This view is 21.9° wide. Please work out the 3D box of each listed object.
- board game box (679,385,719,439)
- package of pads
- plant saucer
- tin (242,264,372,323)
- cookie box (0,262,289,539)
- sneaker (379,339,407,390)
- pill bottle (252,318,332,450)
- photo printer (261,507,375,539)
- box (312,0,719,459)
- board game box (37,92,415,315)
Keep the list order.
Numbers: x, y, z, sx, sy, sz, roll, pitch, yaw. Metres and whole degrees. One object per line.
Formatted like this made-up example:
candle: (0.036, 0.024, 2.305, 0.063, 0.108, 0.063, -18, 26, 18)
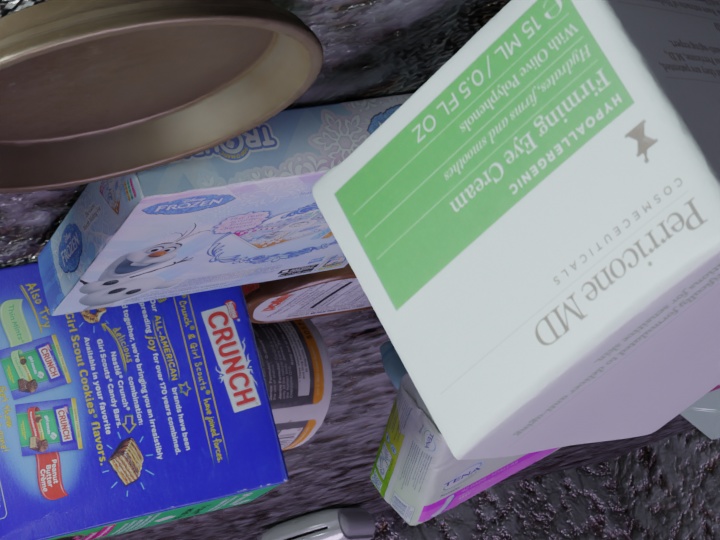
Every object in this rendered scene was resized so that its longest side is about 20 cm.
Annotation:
board game box: (0.317, 0.013, 1.429, 0.064, 0.201, 0.147, 37, 137, -28)
package of pads: (0.112, 0.104, 1.452, 0.200, 0.068, 0.155, -26, 153, -26)
plant saucer: (-0.115, -0.082, 0.835, 0.199, 0.030, 0.200, -15, 169, -3)
tin: (0.000, 0.000, 1.346, 0.199, 0.042, 0.112, -8, 161, -34)
cookie box: (-0.164, 0.080, 1.169, 0.199, 0.172, 0.075, -10, 170, -25)
sneaker: (0.097, 0.027, 1.542, 0.200, 0.082, 0.074, -39, 155, 1)
pill bottle: (-0.127, 0.086, 1.380, 0.200, 0.117, 0.116, -3, 162, -44)
photo printer: (-0.078, 0.473, 3.323, 0.166, 0.070, 0.200, -19, 168, 14)
box: (0.127, -0.029, 0.946, 0.199, 0.172, 0.200, -42, 156, 31)
board game box: (-0.065, -0.037, 1.066, 0.199, 0.044, 0.199, -10, 166, -27)
